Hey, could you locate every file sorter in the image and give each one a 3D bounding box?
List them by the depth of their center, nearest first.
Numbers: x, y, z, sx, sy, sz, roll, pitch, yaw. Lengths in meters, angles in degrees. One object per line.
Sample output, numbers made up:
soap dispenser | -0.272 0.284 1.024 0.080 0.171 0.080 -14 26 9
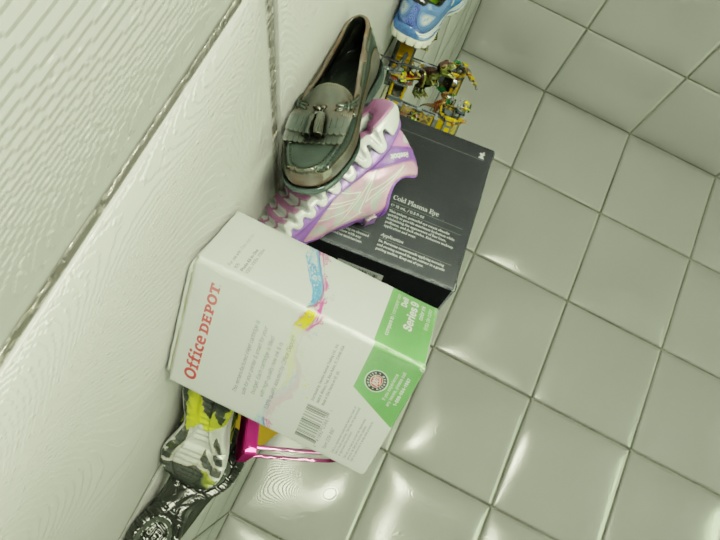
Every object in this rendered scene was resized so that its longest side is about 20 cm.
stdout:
file sorter | -0.072 0.124 0.758 0.139 0.124 0.203 129 -33 -66

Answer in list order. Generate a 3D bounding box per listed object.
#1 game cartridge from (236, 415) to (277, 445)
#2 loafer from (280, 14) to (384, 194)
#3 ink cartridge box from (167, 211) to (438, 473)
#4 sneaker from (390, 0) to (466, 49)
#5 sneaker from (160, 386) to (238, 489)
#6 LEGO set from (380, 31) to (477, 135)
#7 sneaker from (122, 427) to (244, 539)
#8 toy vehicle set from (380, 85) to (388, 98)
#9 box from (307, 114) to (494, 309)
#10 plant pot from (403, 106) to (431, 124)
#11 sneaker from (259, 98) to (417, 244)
game cartridge | -0.135 0.176 0.913 0.199 0.032 0.178 -30 139 -52
loafer | -0.027 -0.155 0.568 0.063 0.071 0.202 83 20 -49
ink cartridge box | -0.053 0.063 0.550 0.088 0.198 0.146 -66 180 -55
sneaker | 0.111 -0.391 0.861 0.201 0.078 0.089 -63 180 -31
sneaker | -0.162 0.162 0.709 0.202 0.074 0.085 -65 178 30
LEGO set | 0.105 -0.296 0.927 0.201 0.152 0.117 -67 -179 -45
sneaker | -0.221 0.280 0.796 0.200 0.076 0.091 -47 180 -26
toy vehicle set | 0.024 -0.243 1.186 0.124 0.026 0.202 -55 171 -78
box | 0.030 -0.074 0.736 0.104 0.198 0.184 111 0 -69
plant pot | 0.059 -0.199 1.020 0.201 0.198 0.094 109 -27 -75
sneaker | -0.019 -0.069 0.627 0.200 0.088 0.081 -44 -147 3
